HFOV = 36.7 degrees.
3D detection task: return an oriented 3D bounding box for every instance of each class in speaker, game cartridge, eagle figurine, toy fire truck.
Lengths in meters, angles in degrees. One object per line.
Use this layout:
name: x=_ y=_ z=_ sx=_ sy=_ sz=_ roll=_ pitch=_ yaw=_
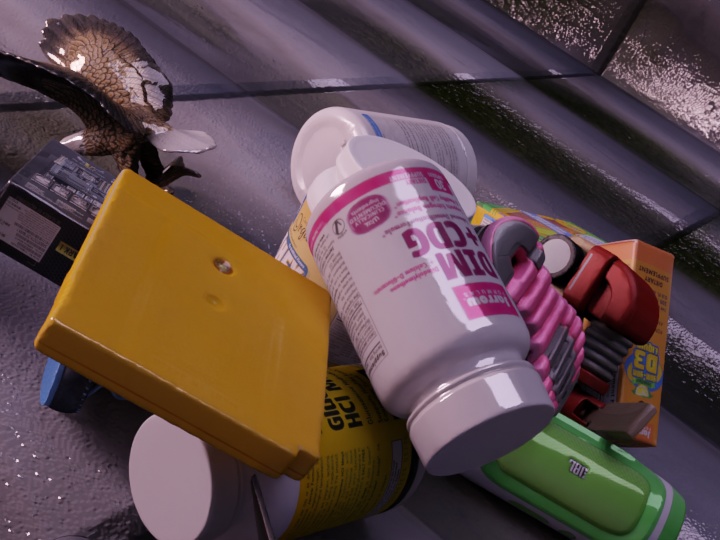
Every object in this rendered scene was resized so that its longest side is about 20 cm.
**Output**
speaker: x=0.172 y=0.176 z=0.928 sx=0.199 sy=0.089 sz=0.088 roll=30 pitch=25 yaw=2
game cartridge: x=-0.100 y=0.030 z=0.687 sx=0.176 sy=0.032 sz=0.200 roll=32 pitch=26 yaw=-15
eagle figurine: x=-0.247 y=-0.153 z=1.035 sx=0.151 sy=0.201 sz=0.152 roll=-31 pitch=16 yaw=-20
toy fire truck: x=0.216 y=0.078 z=0.998 sx=0.200 sy=0.176 sz=0.129 roll=35 pitch=2 yaw=40

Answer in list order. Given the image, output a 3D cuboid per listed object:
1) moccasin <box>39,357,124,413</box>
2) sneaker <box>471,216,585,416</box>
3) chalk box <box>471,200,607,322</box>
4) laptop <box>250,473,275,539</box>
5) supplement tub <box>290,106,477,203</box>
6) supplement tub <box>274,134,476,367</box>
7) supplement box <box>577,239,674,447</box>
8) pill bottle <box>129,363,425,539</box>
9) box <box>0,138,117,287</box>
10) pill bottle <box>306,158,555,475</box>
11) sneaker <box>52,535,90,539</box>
moccasin: x=-0.185 y=0.041 z=0.813 sx=0.068 sy=0.081 sz=0.200 roll=27 pitch=26 yaw=-14
sneaker: x=0.114 y=0.036 z=0.873 sx=0.095 sy=0.200 sz=0.079 roll=6 pitch=44 yaw=41
chalk box: x=0.215 y=0.014 z=1.203 sx=0.199 sy=0.124 sz=0.124 roll=8 pitch=18 yaw=-36
laptop: x=0.014 y=0.230 z=0.614 sx=0.199 sy=0.103 sz=0.177 roll=22 pitch=26 yaw=-31
supplement tub: x=0.029 y=-0.118 z=1.276 sx=0.200 sy=0.132 sz=0.132 roll=1 pitch=37 yaw=-46
supplement tub: x=0.000 y=0.000 z=0.939 sx=0.144 sy=0.200 sz=0.145 roll=23 pitch=25 yaw=-12
supplement box: x=0.265 y=0.075 z=1.093 sx=0.066 sy=0.201 sz=0.069 roll=18 pitch=-15 yaw=-34
pill bottle: x=-0.053 y=0.127 z=0.747 sx=0.200 sy=0.113 sz=0.112 roll=-3 pitch=39 yaw=-49
box: x=-0.167 y=-0.012 z=0.801 sx=0.200 sy=0.051 sz=0.158 roll=33 pitch=12 yaw=-14
pill bottle: x=0.048 y=0.031 z=0.753 sx=0.113 sy=0.113 sz=0.201 roll=3 pitch=52 yaw=-44
sneaker: x=-0.098 y=0.199 z=0.580 sx=0.200 sy=0.088 sz=0.074 roll=38 pitch=43 yaw=18
